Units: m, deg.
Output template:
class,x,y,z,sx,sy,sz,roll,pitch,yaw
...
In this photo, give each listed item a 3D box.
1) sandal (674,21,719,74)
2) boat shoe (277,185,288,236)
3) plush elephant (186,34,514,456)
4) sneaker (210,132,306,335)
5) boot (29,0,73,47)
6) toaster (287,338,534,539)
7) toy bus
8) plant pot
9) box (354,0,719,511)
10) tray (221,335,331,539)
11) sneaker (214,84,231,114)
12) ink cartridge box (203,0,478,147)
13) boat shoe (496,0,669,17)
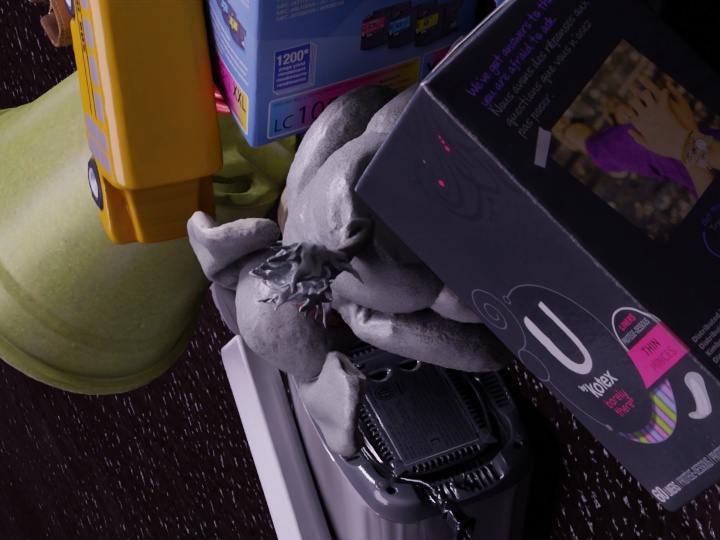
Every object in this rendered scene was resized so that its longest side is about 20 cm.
class,x,y,z,sx,sy,sz,roll,pitch,yaw
sandal,0.131,-0.049,1.220,0.077,0.043,0.200,67,161,14
boat shoe,-0.005,-0.002,1.607,0.200,0.071,0.065,86,162,-60
plush elephant,0.000,0.000,1.378,0.166,0.199,0.155,62,146,6
sneaker,-0.052,-0.008,1.716,0.201,0.074,0.082,95,152,-47
boot,-0.158,-0.226,1.695,0.077,0.154,0.201,104,143,-58
toaster,0.032,0.112,1.541,0.130,0.113,0.200,88,157,-48
toy bus,-0.115,-0.112,1.415,0.078,0.065,0.202,-140,41,-66
plant pot,-0.137,-0.054,1.625,0.184,0.199,0.202,-38,69,44
box,0.111,-0.016,1.108,0.200,0.106,0.122,45,156,5
tray,-0.040,0.136,1.582,0.107,0.022,0.202,146,107,-79
sneaker,-0.055,-0.144,1.544,0.200,0.115,0.079,16,122,67
ink cartridge box,-0.008,-0.173,1.355,0.077,0.136,0.201,56,155,36
boat shoe,0.117,-0.138,1.130,0.072,0.072,0.200,41,157,4
